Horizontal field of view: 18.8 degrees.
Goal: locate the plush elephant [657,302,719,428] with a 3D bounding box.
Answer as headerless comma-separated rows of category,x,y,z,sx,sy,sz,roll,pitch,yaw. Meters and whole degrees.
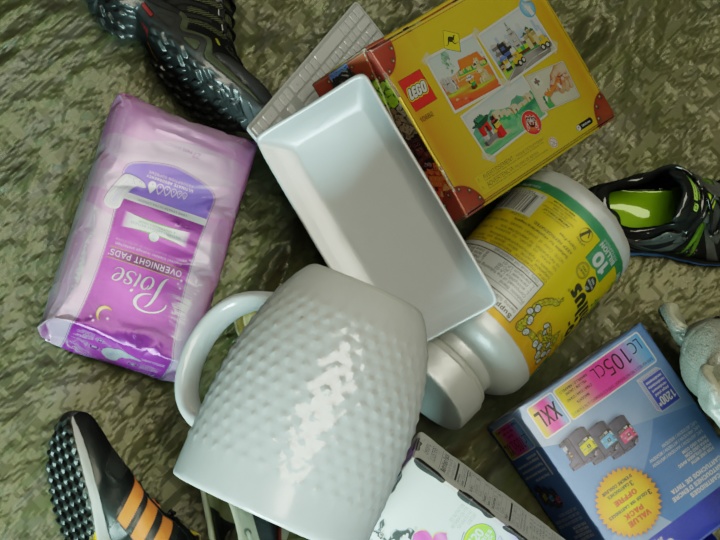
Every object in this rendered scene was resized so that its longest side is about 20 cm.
plush elephant,0.319,0.062,1.704,0.154,0.165,0.200,24,111,-32

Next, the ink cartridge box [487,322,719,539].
ink cartridge box,0.218,0.164,1.722,0.136,0.076,0.200,-33,87,-19

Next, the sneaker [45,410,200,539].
sneaker,-0.168,0.196,1.631,0.090,0.070,0.201,-14,79,-32

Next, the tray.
tray,0.014,-0.040,1.636,0.107,0.022,0.201,-29,94,26

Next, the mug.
mug,-0.050,0.086,1.559,0.199,0.148,0.176,21,84,36

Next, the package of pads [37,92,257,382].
package of pads,-0.163,-0.026,1.677,0.120,0.076,0.201,19,73,-9

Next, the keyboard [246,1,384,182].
keyboard,-0.028,-0.144,1.723,0.056,0.011,0.200,54,41,-17

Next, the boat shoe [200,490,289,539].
boat shoe,-0.085,0.227,1.612,0.062,0.071,0.201,15,52,-28

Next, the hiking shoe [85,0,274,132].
hiking shoe,-0.125,-0.196,1.719,0.101,0.076,0.200,-39,73,-26

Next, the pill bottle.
pill bottle,0.112,0.026,1.710,0.113,0.113,0.200,44,70,0

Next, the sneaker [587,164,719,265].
sneaker,0.271,-0.046,1.783,0.199,0.083,0.071,0,76,-14

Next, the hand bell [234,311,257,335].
hand bell,0.000,0.000,1.719,0.104,0.104,0.200,43,57,0

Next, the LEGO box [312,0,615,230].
LEGO box,0.084,-0.133,1.698,0.200,0.077,0.149,-33,93,-39

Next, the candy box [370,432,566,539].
candy box,0.072,0.250,1.626,0.200,0.072,0.168,36,103,-2
